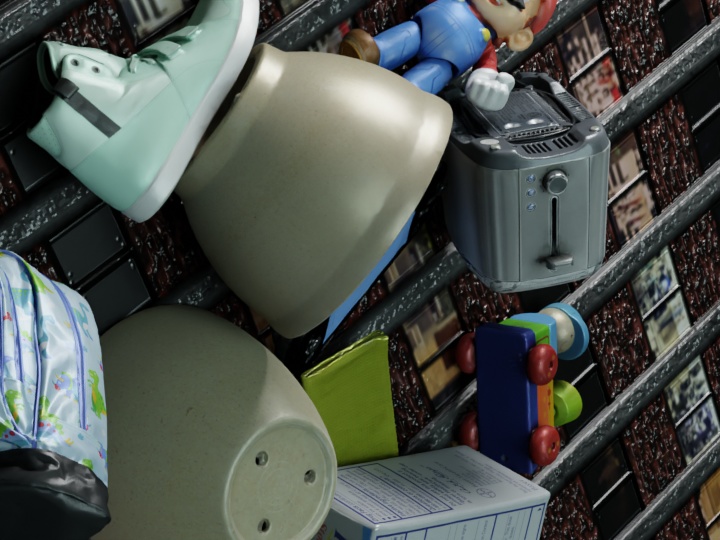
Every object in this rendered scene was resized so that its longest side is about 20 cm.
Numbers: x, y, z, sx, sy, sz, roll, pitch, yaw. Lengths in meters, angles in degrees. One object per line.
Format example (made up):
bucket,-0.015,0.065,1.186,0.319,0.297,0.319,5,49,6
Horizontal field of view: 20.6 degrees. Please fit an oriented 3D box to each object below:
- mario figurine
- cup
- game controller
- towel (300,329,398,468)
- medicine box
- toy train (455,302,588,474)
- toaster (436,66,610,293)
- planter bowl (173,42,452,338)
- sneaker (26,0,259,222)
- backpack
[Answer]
mario figurine,0.080,-0.195,1.501,0.200,0.106,0.124,-38,121,-28
cup,-0.099,0.134,1.389,0.200,0.143,0.201,-11,107,-41
game controller,0.000,0.000,1.491,0.200,0.042,0.104,-50,161,-23
towel,-0.002,0.148,1.546,0.086,0.018,0.200,-31,129,-35
medicine box,0.031,0.247,1.540,0.200,0.103,0.183,-4,112,-42
toy train,0.146,0.131,1.664,0.116,0.084,0.201,-25,117,-51
toaster,0.120,-0.070,1.532,0.113,0.200,0.130,-10,116,-13
planter bowl,-0.050,-0.072,1.371,0.135,0.200,0.201,34,75,-15
sneaker,-0.148,-0.145,1.328,0.118,0.074,0.201,35,60,-20
backpack,-0.231,0.081,1.232,0.154,0.163,0.200,41,37,-28
